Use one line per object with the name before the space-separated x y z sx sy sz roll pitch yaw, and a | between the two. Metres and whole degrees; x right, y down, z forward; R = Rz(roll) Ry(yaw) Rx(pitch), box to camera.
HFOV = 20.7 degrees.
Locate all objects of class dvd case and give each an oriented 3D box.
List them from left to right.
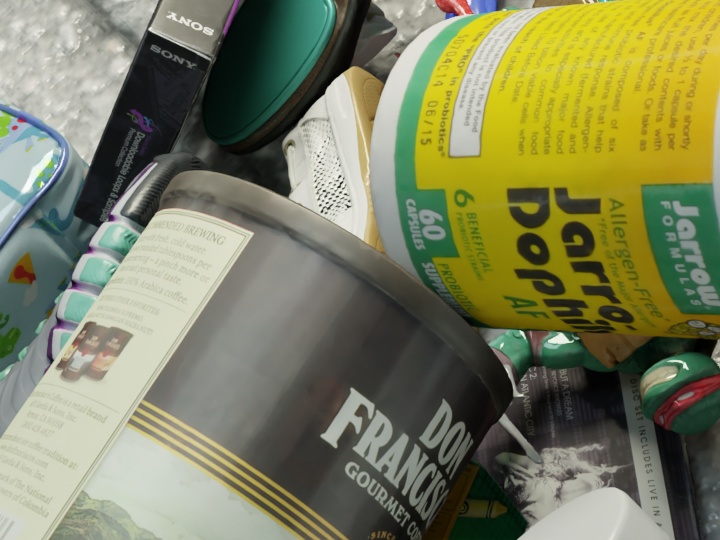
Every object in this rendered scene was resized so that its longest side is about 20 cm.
dvd case | 0.039 0.105 0.809 0.199 0.016 0.149 -17 53 16

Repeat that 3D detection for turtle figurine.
turtle figurine | 0.089 0.002 0.779 0.150 0.101 0.200 -42 65 23

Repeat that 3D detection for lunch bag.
lunch bag | -0.223 0.004 0.955 0.160 0.082 0.200 24 72 34

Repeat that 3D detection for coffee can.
coffee can | -0.059 0.088 0.688 0.146 0.146 0.200 23 72 34

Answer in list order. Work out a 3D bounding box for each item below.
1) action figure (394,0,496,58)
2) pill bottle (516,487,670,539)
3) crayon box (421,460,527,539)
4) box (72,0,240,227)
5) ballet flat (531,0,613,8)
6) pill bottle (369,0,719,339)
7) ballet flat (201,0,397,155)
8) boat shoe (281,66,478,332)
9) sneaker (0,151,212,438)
action figure | 0.048 -0.105 0.908 0.052 0.065 0.200 5 56 -11
pill bottle | 0.115 0.167 0.604 0.112 0.112 0.200 -44 96 -6
crayon box | -0.048 0.120 0.794 0.200 0.058 0.119 11 65 32
box | -0.074 -0.130 0.918 0.036 0.143 0.200 22 52 -8
ballet flat | 0.114 -0.073 0.866 0.072 0.068 0.200 -43 53 20
pill bottle | 0.111 -0.034 0.639 0.200 0.113 0.113 1 60 39
ballet flat | -0.006 -0.138 0.921 0.068 0.068 0.200 48 122 39
boat shoe | 0.000 0.000 0.865 0.069 0.071 0.200 -35 39 25
sneaker | -0.123 0.037 0.804 0.087 0.074 0.200 3 61 34
